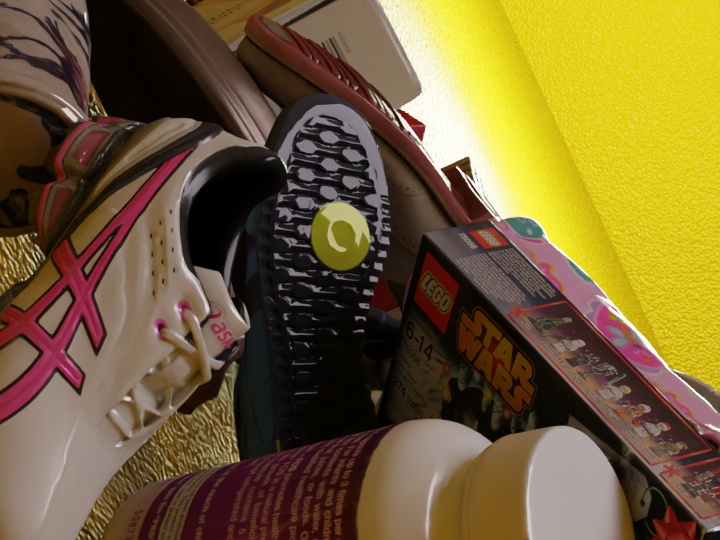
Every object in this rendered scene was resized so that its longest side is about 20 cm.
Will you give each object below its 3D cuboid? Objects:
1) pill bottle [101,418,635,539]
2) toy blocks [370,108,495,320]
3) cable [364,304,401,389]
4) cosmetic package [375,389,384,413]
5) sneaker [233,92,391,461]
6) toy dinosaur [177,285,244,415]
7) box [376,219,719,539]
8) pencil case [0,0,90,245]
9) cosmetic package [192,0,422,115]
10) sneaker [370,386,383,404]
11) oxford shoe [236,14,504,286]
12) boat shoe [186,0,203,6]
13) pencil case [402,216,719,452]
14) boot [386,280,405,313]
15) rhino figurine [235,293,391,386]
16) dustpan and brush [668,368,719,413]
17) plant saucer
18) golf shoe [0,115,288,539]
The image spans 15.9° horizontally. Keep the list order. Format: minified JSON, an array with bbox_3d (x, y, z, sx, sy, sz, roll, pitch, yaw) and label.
[{"bbox_3d":[0.002,0.120,1.005,0.112,0.199,0.113,28,54,-48],"label":"pill bottle"},{"bbox_3d":[0.028,-0.017,1.600,0.200,0.136,0.100,60,13,-28],"label":"toy blocks"},{"bbox_3d":[0.000,0.000,1.376,0.051,0.200,0.163,-45,112,-29],"label":"cable"},{"bbox_3d":[0.077,0.166,1.249,0.164,0.165,0.200,18,32,-18],"label":"cosmetic package"},{"bbox_3d":[-0.030,0.025,1.131,0.078,0.066,0.201,-9,-99,62],"label":"sneaker"},{"bbox_3d":[-0.087,0.022,1.144,0.200,0.085,0.136,57,14,-56],"label":"toy dinosaur"},{"bbox_3d":[0.078,0.092,1.064,0.200,0.040,0.137,47,-44,40],"label":"box"},{"bbox_3d":[-0.149,-0.095,1.096,0.089,0.078,0.200,42,23,-31],"label":"pencil case"},{"bbox_3d":[-0.048,-0.109,1.374,0.071,0.105,0.200,62,-9,-14],"label":"cosmetic package"},{"bbox_3d":[0.051,0.150,1.547,0.116,0.075,0.201,-73,138,-77],"label":"sneaker"},{"bbox_3d":[0.002,-0.039,1.231,0.200,0.075,0.070,44,8,-25],"label":"oxford shoe"},{"bbox_3d":[-0.084,-0.180,1.617,0.068,0.072,0.201,-57,139,-36],"label":"boat shoe"},{"bbox_3d":[0.102,0.057,1.131,0.200,0.087,0.087,47,-4,41],"label":"pencil case"},{"bbox_3d":[0.064,0.074,1.462,0.165,0.065,0.201,45,25,-63],"label":"boot"},{"bbox_3d":[-0.017,0.063,1.390,0.060,0.087,0.200,-58,138,-26],"label":"rhino figurine"},{"bbox_3d":[0.166,0.101,1.193,0.139,0.057,0.200,-12,48,-46],"label":"dustpan and brush"},{"bbox_3d":[-0.076,-0.062,1.258,0.200,0.029,0.200,49,-18,23],"label":"plant saucer"},{"bbox_3d":[-0.091,0.026,0.959,0.073,0.092,0.201,55,46,-50],"label":"golf shoe"}]
